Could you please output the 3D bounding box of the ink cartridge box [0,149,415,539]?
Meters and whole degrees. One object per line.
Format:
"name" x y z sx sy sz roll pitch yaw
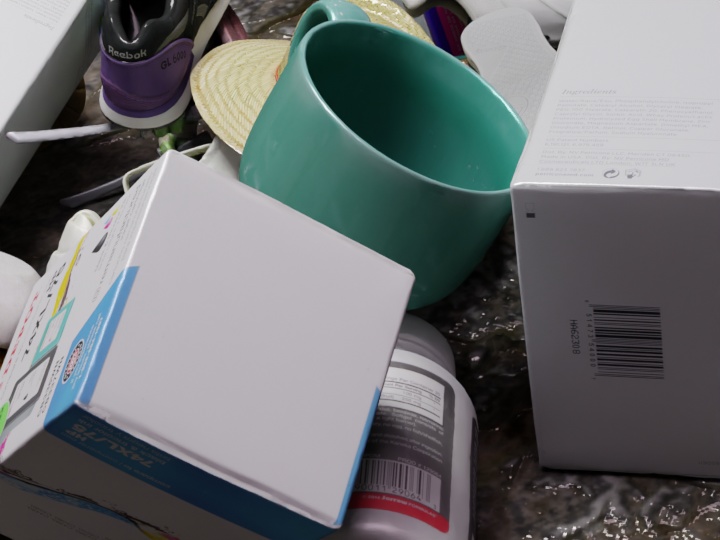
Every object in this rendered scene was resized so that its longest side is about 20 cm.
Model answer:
"ink cartridge box" -0.094 0.064 1.147 0.146 0.200 0.147 27 60 -17

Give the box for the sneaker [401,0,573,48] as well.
"sneaker" 0.119 -0.180 1.534 0.199 0.075 0.087 20 80 2

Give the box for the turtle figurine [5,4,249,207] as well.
"turtle figurine" -0.108 -0.088 1.517 0.193 0.144 0.200 21 56 10

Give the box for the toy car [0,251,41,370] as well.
"toy car" -0.231 0.060 1.325 0.149 0.176 0.200 8 19 -43

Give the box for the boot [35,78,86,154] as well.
"boot" -0.318 -0.110 1.624 0.154 0.072 0.200 21 41 34

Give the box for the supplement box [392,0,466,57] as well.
"supplement box" 0.098 -0.224 1.644 0.199 0.104 0.101 -27 15 -26

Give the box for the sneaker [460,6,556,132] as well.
"sneaker" 0.113 -0.086 1.433 0.070 0.099 0.200 -21 29 7

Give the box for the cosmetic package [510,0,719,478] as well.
"cosmetic package" 0.170 -0.022 1.292 0.122 0.200 0.200 2 38 15

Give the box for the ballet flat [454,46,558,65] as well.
"ballet flat" 0.109 -0.114 1.560 0.199 0.068 0.073 -11 54 -10

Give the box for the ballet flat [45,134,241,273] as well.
"ballet flat" -0.144 -0.025 1.429 0.200 0.070 0.070 -34 38 2

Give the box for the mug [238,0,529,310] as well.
"mug" 0.010 -0.059 1.286 0.152 0.115 0.185 27 31 -6

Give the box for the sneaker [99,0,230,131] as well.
"sneaker" -0.124 -0.190 1.449 0.075 0.088 0.201 3 50 4

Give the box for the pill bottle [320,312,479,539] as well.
"pill bottle" 0.009 0.113 1.217 0.110 0.111 0.200 -3 36 7

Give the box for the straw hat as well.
"straw hat" -0.001 -0.124 1.404 0.200 0.085 0.201 14 33 -10

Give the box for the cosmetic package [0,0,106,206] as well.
"cosmetic package" -0.244 -0.127 1.502 0.081 0.113 0.200 26 54 4
